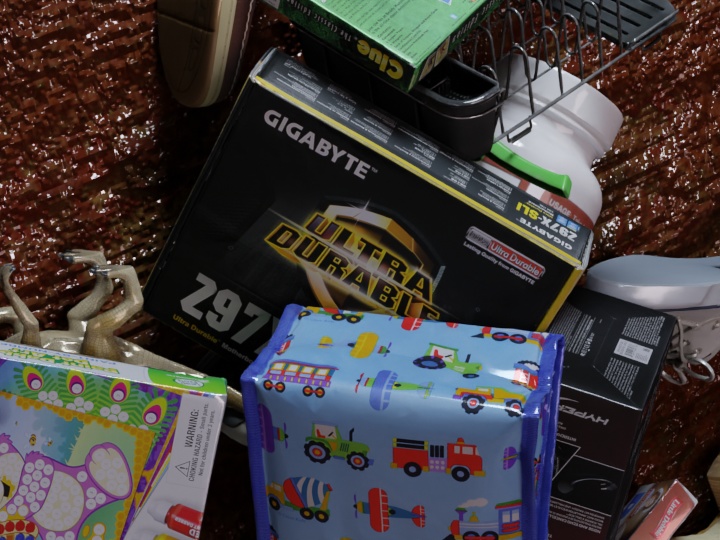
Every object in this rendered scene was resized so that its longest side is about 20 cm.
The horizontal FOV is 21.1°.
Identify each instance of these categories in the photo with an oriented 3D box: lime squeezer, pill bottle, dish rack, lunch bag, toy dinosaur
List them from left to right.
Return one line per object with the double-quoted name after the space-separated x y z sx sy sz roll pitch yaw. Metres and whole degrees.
-0.144 0.044 1.038 0.198 0.058 0.102 0 103 -10 "toy dinosaur"
0.022 0.132 1.008 0.094 0.149 0.202 -58 152 -62 "lunch bag"
0.032 -0.058 1.089 0.038 0.198 0.071 41 51 -53 "lime squeezer"
0.074 -0.021 1.145 0.112 0.112 0.201 33 83 -36 "pill bottle"
0.075 -0.143 1.090 0.199 0.153 0.055 -33 139 -28 "dish rack"

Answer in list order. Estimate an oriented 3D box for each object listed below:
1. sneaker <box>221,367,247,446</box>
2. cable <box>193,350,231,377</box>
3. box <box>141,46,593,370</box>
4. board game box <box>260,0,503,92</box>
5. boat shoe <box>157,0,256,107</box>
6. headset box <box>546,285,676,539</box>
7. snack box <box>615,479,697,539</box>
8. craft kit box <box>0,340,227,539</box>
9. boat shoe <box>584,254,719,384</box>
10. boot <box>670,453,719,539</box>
-0.019 0.116 1.129 0.199 0.070 0.094 13 110 -49 "sneaker"
-0.125 0.102 1.094 0.097 0.050 0.201 46 63 -26 "cable"
0.000 0.000 1.035 0.199 0.049 0.160 30 121 -1 "box"
0.037 -0.178 1.054 0.200 0.104 0.024 -45 165 -40 "board game box"
-0.059 -0.185 1.040 0.071 0.072 0.202 6 92 -34 "boat shoe"
0.123 0.131 1.174 0.149 0.077 0.201 -50 156 -63 "headset box"
0.145 0.222 1.280 0.024 0.072 0.200 42 74 -1 "snack box"
-0.182 0.137 0.996 0.196 0.049 0.202 10 99 -6 "craft kit box"
0.221 0.037 1.293 0.201 0.074 0.087 -3 106 -44 "boat shoe"
0.250 0.234 1.345 0.201 0.070 0.145 -49 128 -31 "boot"
